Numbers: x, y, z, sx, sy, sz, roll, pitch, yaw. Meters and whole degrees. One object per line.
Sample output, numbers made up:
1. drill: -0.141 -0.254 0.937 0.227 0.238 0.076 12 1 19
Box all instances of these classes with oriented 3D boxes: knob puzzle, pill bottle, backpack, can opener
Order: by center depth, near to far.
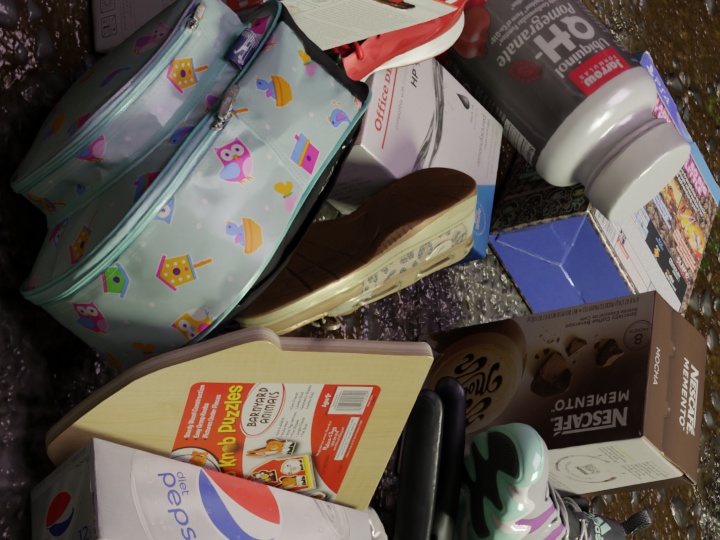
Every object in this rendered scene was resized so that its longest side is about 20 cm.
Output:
1. backpack: -0.105 -0.047 1.113 0.153 0.175 0.201 37 51 -22
2. knob puzzle: -0.078 0.089 1.118 0.219 0.219 0.031 37 32 -44
3. can opener: 0.046 0.166 1.315 0.063 0.078 0.202 -25 123 -63
4. pill bottle: 0.150 -0.135 1.482 0.200 0.111 0.110 49 31 17

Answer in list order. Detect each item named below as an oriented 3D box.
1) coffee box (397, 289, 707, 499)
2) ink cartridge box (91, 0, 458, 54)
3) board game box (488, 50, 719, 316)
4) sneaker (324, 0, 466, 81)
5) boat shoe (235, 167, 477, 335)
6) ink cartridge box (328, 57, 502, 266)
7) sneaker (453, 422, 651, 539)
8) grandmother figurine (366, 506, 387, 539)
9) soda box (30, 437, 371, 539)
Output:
1. coffee box: 0.134 0.095 1.389 0.080 0.199 0.114 40 50 -42
2. ink cartridge box: -0.053 -0.165 1.193 0.109 0.199 0.051 8 74 -54
3. board game box: 0.201 -0.048 1.619 0.160 0.096 0.201 56 40 -29
4. sneaker: -0.009 -0.164 1.282 0.199 0.116 0.078 -36 73 -25
5. boat shoe: 0.000 0.000 1.302 0.199 0.073 0.063 -27 128 -26
6. ink cartridge box: 0.016 -0.098 1.391 0.200 0.066 0.117 39 50 -43
7. sneaker: 0.134 0.166 1.339 0.138 0.201 0.078 -1 54 -14
8. grandmother figurine: -0.047 0.203 1.225 0.200 0.060 0.122 -35 118 -51
9. soda box: -0.085 0.157 1.121 0.199 0.068 0.064 20 46 -35
